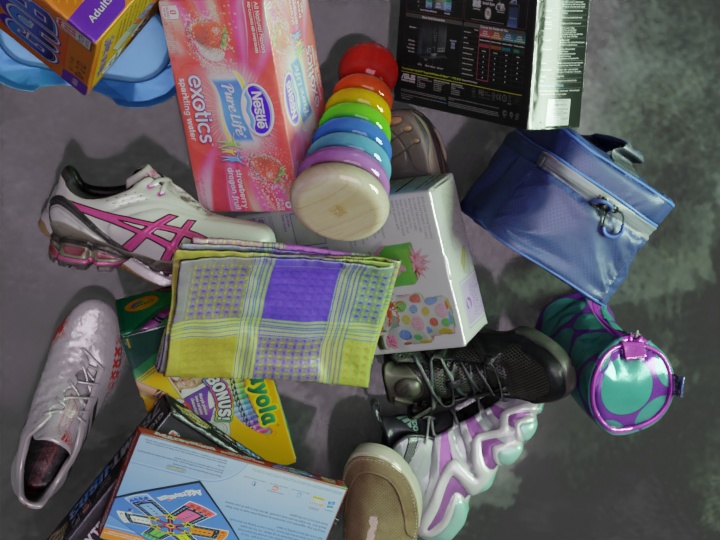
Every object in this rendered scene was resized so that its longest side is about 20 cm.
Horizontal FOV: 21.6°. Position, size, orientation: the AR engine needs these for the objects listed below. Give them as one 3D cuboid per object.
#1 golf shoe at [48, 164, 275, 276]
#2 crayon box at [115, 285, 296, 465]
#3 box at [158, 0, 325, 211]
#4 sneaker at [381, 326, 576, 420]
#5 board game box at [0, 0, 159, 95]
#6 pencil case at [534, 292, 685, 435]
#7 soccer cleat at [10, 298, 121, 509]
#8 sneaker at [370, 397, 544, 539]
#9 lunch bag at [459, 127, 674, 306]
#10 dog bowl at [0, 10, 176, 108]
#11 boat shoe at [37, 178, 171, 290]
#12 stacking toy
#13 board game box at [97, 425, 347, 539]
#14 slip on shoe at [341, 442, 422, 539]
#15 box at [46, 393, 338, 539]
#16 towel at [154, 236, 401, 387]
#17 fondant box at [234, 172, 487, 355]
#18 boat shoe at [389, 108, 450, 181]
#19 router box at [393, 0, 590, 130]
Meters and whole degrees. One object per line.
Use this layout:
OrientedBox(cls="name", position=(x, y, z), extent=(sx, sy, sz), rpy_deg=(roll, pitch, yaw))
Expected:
OrientedBox(cls="golf shoe", position=(-0.171, -0.043, 1.626), extent=(0.200, 0.073, 0.092), rpy_deg=(4, 102, 1))
OrientedBox(cls="crayon box", position=(-0.137, 0.102, 1.704), extent=(0.119, 0.058, 0.200), rpy_deg=(-15, 127, -2))
OrientedBox(cls="box", position=(-0.095, -0.158, 1.635), extent=(0.102, 0.095, 0.200), rpy_deg=(2, 118, 19))
OrientedBox(cls="sneaker", position=(0.096, 0.096, 1.686), extent=(0.114, 0.199, 0.076), rpy_deg=(-32, 120, -35))
OrientedBox(cls="board game box", position=(-0.234, -0.297, 1.533), extent=(0.200, 0.200, 0.200), rpy_deg=(39, 78, -5))
OrientedBox(cls="pencil case", position=(0.220, 0.079, 1.709), extent=(0.085, 0.200, 0.093), rpy_deg=(12, 101, -12))
OrientedBox(cls="soccer cleat", position=(-0.267, 0.124, 1.714), extent=(0.069, 0.085, 0.200), rpy_deg=(22, 98, -11))
OrientedBox(cls="sneaker", position=(0.074, 0.147, 1.768), extent=(0.140, 0.078, 0.200), rpy_deg=(33, 96, -13))
OrientedBox(cls="lunch bag", position=(0.187, -0.065, 1.675), extent=(0.136, 0.200, 0.132), rpy_deg=(32, 94, -15))
OrientedBox(cls="dog bowl", position=(-0.243, -0.209, 1.666), extent=(0.200, 0.050, 0.112), rpy_deg=(8, 100, -9))
OrientedBox(cls="boat shoe", position=(-0.186, -0.030, 1.699), extent=(0.200, 0.071, 0.069), rpy_deg=(22, 100, -10))
OrientedBox(cls="stacking toy", position=(-0.002, -0.124, 1.637), extent=(0.085, 0.200, 0.085), rpy_deg=(7, 140, 6))
OrientedBox(cls="board game box", position=(-0.120, 0.209, 1.655), extent=(0.200, 0.019, 0.103), rpy_deg=(18, 100, -22))
OrientedBox(cls="slip on shoe", position=(0.013, 0.253, 1.758), extent=(0.076, 0.061, 0.200), rpy_deg=(12, 125, 14))
OrientedBox(cls="box", position=(-0.156, 0.242, 1.692), extent=(0.198, 0.050, 0.200), rpy_deg=(37, 95, -25))
OrientedBox(cls="towel", position=(-0.074, 0.041, 1.624), extent=(0.200, 0.023, 0.144), rpy_deg=(5, 123, -17))
OrientedBox(cls="fondant box", position=(0.000, 0.000, 1.689), extent=(0.200, 0.058, 0.145), rpy_deg=(-6, 106, 29))
OrientedBox(cls="boat shoe", position=(0.063, -0.052, 1.719), extent=(0.074, 0.073, 0.200), rpy_deg=(-2, 103, 28))
OrientedBox(cls="router box", position=(0.112, -0.209, 1.636), extent=(0.062, 0.200, 0.150), rpy_deg=(-6, 105, -34))
